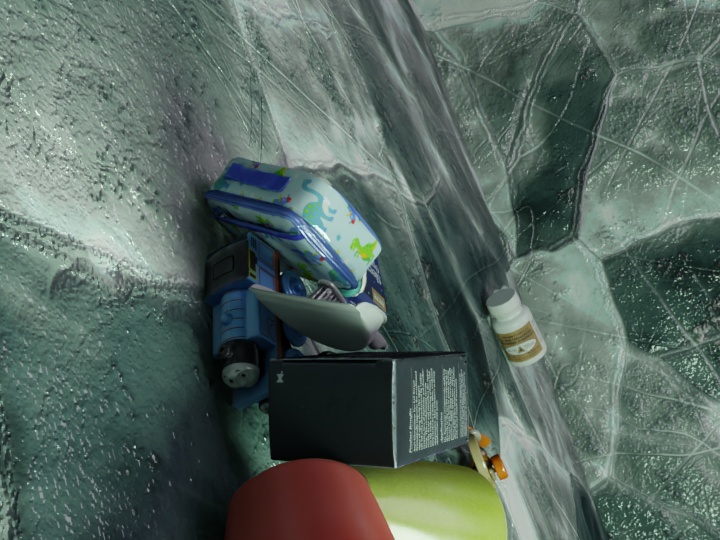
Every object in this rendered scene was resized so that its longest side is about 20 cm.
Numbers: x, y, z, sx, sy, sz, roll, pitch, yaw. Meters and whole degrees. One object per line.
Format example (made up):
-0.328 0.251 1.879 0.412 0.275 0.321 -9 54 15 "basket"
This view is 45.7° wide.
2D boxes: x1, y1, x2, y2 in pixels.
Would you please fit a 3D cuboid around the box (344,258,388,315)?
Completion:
0.000 0.000 1.445 0.121 0.032 0.201 44 31 -53 "box"

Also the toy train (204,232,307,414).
-0.118 0.061 0.958 0.114 0.086 0.201 36 37 -43 "toy train"

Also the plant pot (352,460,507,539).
0.043 0.305 1.025 0.199 0.187 0.188 29 40 -39 "plant pot"

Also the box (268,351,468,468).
0.014 0.141 0.908 0.200 0.147 0.105 5 83 -61 "box"

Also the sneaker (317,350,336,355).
-0.038 0.160 1.104 0.116 0.075 0.200 66 8 12 "sneaker"

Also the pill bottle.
0.428 0.156 2.363 0.201 0.114 0.115 61 19 -20 "pill bottle"

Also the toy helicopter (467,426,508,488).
0.232 0.367 1.660 0.200 0.078 0.133 57 9 -62 "toy helicopter"

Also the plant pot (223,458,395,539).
-0.043 0.284 0.769 0.201 0.199 0.178 52 14 -41 "plant pot"

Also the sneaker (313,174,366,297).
-0.059 -0.047 1.296 0.079 0.077 0.201 -29 92 -53 "sneaker"

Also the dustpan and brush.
-0.017 0.057 0.936 0.058 0.139 0.200 -66 146 -25 "dustpan and brush"

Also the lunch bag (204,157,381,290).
-0.086 -0.058 1.020 0.083 0.199 0.161 -55 133 -17 "lunch bag"
